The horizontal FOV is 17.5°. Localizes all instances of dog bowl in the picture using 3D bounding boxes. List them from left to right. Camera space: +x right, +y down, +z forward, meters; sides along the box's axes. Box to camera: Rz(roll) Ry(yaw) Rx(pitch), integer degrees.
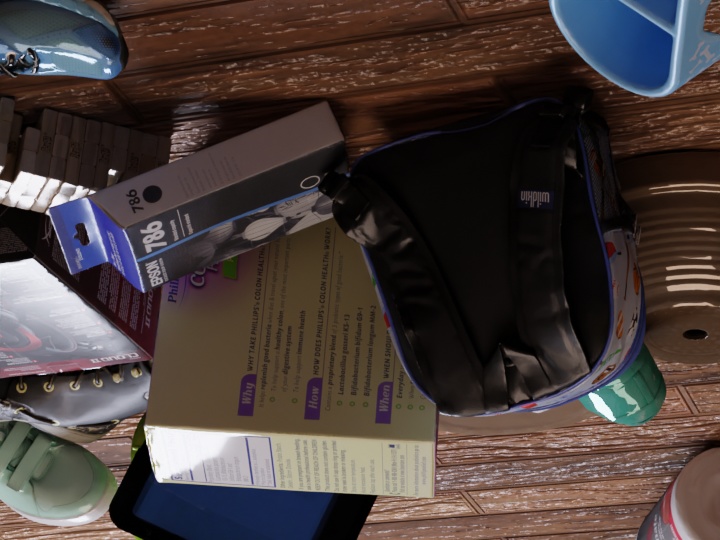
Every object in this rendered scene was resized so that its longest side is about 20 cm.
[{"bbox_3d":[0.154,-0.167,1.287,0.111,0.050,0.200,36,161,19],"label":"dog bowl"}]

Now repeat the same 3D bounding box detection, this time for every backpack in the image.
[{"bbox_3d":[0.096,0.000,1.527,0.200,0.191,0.154,-16,166,28],"label":"backpack"}]

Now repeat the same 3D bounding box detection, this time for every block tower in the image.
[{"bbox_3d":[-0.232,-0.078,1.574,0.200,0.058,0.054,14,151,-18],"label":"block tower"}]

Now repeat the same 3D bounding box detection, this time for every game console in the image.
[{"bbox_3d":[-0.087,0.128,1.749,0.200,0.116,0.176,20,133,24],"label":"game console"}]

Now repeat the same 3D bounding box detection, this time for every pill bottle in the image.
[{"bbox_3d":[0.306,0.241,2.075,0.110,0.111,0.200,7,153,-6],"label":"pill bottle"}]

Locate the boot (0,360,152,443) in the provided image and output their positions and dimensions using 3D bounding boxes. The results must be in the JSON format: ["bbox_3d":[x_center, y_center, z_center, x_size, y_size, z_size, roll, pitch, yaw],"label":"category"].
[{"bbox_3d":[-0.233,0.076,1.866,0.154,0.074,0.203,-21,151,37],"label":"boot"}]

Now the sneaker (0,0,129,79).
[{"bbox_3d":[-0.242,-0.129,1.434,0.199,0.090,0.078,3,154,0],"label":"sneaker"}]

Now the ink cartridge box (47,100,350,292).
[{"bbox_3d":[-0.103,-0.041,1.561,0.200,0.039,0.100,-21,154,-6],"label":"ink cartridge box"}]

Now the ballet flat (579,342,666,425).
[{"bbox_3d":[0.133,0.037,1.633,0.200,0.067,0.070,33,156,40],"label":"ballet flat"}]

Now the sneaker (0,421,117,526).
[{"bbox_3d":[-0.302,0.144,1.942,0.200,0.074,0.118,23,163,23],"label":"sneaker"}]

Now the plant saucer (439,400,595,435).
[{"bbox_3d":[0.117,0.094,1.872,0.199,0.030,0.200,-3,158,-1],"label":"plant saucer"}]

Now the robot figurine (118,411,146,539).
[{"bbox_3d":[-0.122,0.169,1.981,0.175,0.116,0.200,-30,149,3],"label":"robot figurine"}]

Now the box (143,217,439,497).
[{"bbox_3d":[-0.040,0.057,1.638,0.199,0.176,0.097,3,151,2],"label":"box"}]

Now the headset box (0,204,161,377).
[{"bbox_3d":[-0.249,0.011,1.731,0.148,0.075,0.200,-8,151,23],"label":"headset box"}]

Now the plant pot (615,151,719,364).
[{"bbox_3d":[0.233,0.005,1.635,0.200,0.093,0.201,4,154,2],"label":"plant pot"}]
